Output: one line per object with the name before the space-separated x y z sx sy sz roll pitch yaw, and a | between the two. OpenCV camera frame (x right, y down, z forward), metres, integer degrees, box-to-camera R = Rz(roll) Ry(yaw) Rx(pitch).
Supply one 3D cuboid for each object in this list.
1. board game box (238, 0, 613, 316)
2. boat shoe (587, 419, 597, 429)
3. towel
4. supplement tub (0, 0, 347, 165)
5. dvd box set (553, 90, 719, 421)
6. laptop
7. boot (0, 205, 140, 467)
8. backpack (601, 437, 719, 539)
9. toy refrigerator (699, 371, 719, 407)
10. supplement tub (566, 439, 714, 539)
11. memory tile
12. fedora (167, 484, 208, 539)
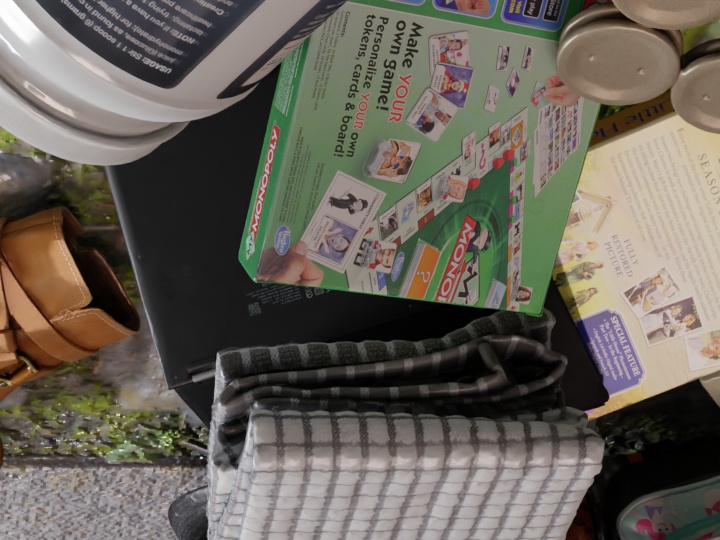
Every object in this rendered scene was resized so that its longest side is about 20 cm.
board game box | 0.037 -0.085 0.728 0.134 0.029 0.201 7 108 -23
boat shoe | 0.088 0.103 1.070 0.072 0.062 0.201 10 125 -12
towel | 0.009 0.095 0.837 0.165 0.086 0.200 -1 148 -8
supplement tub | -0.055 -0.141 0.621 0.140 0.141 0.200 22 135 -37
dvd box set | 0.133 -0.005 0.887 0.199 0.029 0.147 -23 116 9
laptop | 0.000 0.000 0.864 0.186 0.201 0.116 -17 179 11
boot | -0.185 0.048 0.927 0.154 0.074 0.200 -18 147 6
backpack | 0.243 0.198 1.020 0.177 0.151 0.201 -16 101 0
toy refrigerator | 0.286 0.020 0.991 0.199 0.070 0.076 -22 143 18
supplement tub | 0.226 0.171 1.146 0.199 0.123 0.123 -10 146 0
memory tile | 0.188 -0.093 0.684 0.199 0.017 0.153 15 147 -10
fedora | -0.011 0.127 1.046 0.199 0.092 0.201 7 150 4
